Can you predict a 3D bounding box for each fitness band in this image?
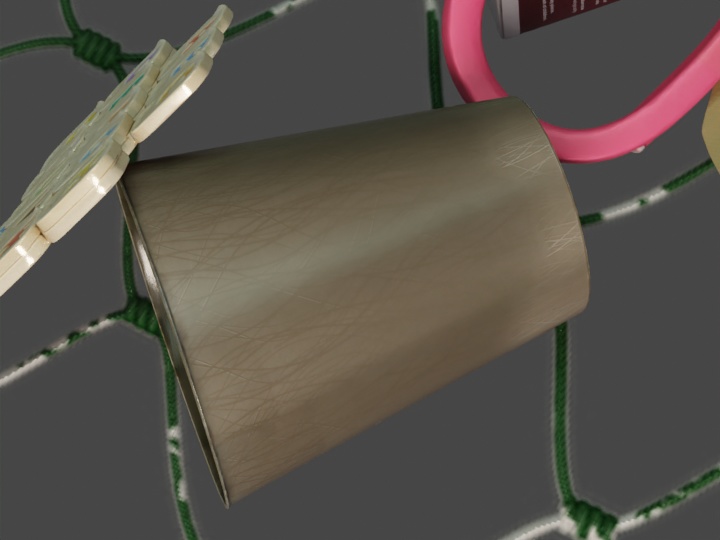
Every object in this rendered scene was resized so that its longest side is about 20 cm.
[{"bbox_3d":[0.133,-0.148,1.047,0.144,0.037,0.200,44,87,-2],"label":"fitness band"}]

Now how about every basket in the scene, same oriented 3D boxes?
[{"bbox_3d":[0.000,0.000,0.974,0.198,0.136,0.181,-18,64,-8],"label":"basket"}]

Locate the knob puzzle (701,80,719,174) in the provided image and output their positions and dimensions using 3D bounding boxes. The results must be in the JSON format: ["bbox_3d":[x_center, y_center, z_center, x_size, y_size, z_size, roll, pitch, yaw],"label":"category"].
[{"bbox_3d":[0.255,-0.097,0.999,0.219,0.031,0.220,-31,26,17],"label":"knob puzzle"}]

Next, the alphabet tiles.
[{"bbox_3d":[-0.140,-0.052,0.995,0.195,0.015,0.200,-42,14,18],"label":"alphabet tiles"}]

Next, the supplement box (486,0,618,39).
[{"bbox_3d":[0.152,-0.215,1.114,0.198,0.061,0.110,-19,61,-3],"label":"supplement box"}]
